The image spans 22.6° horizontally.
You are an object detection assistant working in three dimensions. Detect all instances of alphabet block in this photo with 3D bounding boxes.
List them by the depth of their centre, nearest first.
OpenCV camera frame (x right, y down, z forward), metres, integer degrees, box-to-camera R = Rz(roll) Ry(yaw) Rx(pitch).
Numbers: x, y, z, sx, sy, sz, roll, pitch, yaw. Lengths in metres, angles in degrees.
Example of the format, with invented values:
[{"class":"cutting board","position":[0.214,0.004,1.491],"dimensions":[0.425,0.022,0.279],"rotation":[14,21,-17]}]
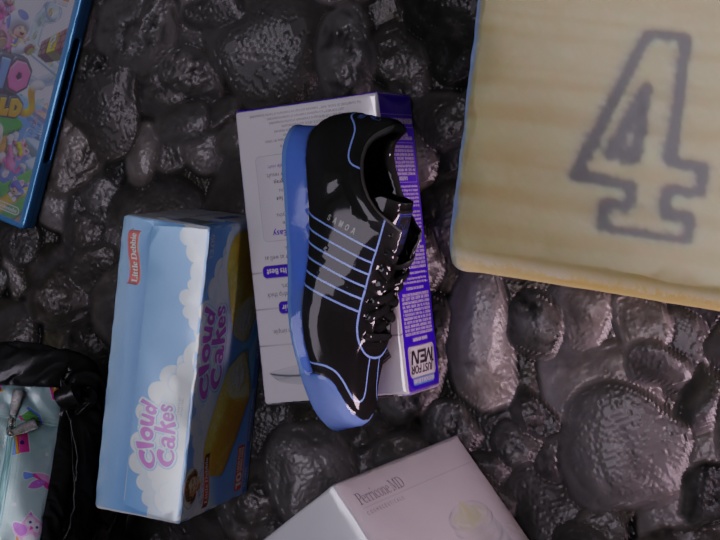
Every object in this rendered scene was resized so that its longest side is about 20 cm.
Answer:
[{"class":"alphabet block","position":[0.184,-0.087,1.054],"dimensions":[0.198,0.195,0.198],"rotation":[9,99,23]}]

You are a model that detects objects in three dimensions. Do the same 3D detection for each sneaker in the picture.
[{"class":"sneaker","position":[0.000,0.000,1.143],"dimensions":[0.077,0.070,0.202],"rotation":[-6,91,28]}]

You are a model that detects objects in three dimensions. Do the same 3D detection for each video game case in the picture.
[{"class":"video game case","position":[-0.282,-0.149,1.360],"dimensions":[0.142,0.018,0.202],"rotation":[21,102,23]}]

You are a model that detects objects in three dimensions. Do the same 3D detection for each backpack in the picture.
[{"class":"backpack","position":[-0.236,0.162,1.245],"dimensions":[0.125,0.167,0.202],"rotation":[7,74,12]}]

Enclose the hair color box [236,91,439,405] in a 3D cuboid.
[{"class":"hair color box","position":[-0.015,-0.014,1.221],"dimensions":[0.108,0.065,0.202],"rotation":[-5,90,24]}]

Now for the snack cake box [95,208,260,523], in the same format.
[{"class":"snack cake box","position":[-0.120,0.062,1.242],"dimensions":[0.067,0.115,0.202],"rotation":[8,97,17]}]

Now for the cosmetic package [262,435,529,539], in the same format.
[{"class":"cosmetic package","position":[0.040,0.229,1.135],"dimensions":[0.123,0.199,0.201],"rotation":[-41,77,22]}]
